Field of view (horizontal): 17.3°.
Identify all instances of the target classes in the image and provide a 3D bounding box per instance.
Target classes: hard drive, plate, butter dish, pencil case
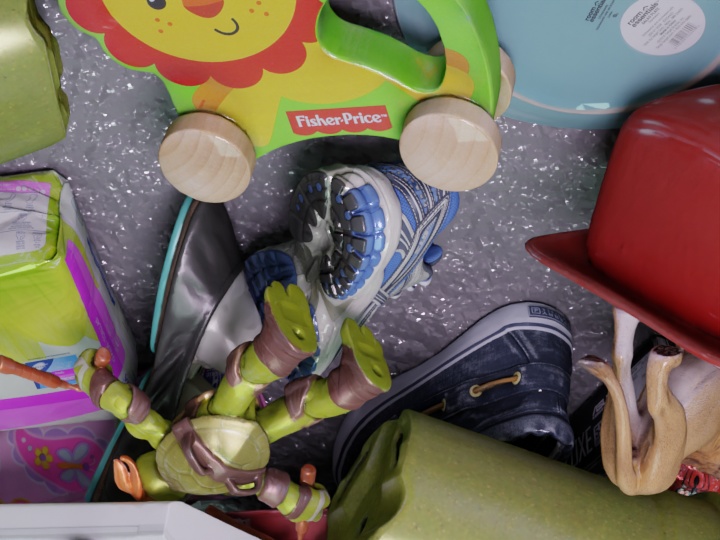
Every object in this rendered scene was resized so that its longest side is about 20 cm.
[{"bbox_3d":[-0.141,0.155,1.284,0.199,0.026,0.132,-6,155,35],"label":"hard drive"},{"bbox_3d":[0.114,-0.129,1.123,0.199,0.026,0.201,0,140,0],"label":"plate"},{"bbox_3d":[0.208,-0.044,1.124,0.199,0.199,0.149,-4,111,-26],"label":"butter dish"},{"bbox_3d":[-0.149,0.110,1.366,0.199,0.088,0.088,-15,138,20],"label":"pencil case"}]

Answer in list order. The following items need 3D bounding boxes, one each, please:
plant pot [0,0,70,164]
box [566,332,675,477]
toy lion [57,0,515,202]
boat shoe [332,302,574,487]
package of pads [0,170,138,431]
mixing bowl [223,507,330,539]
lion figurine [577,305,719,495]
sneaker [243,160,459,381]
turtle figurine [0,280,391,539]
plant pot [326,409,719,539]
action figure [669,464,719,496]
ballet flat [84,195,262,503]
[{"bbox_3d":[-0.232,-0.101,1.055,0.189,0.201,0.201,-12,140,-4],"label":"plant pot"},{"bbox_3d":[0.190,0.131,1.417,0.157,0.050,0.200,18,137,-20],"label":"box"},{"bbox_3d":[-0.041,-0.124,1.093,0.199,0.069,0.192,-1,134,18],"label":"toy lion"},{"bbox_3d":[0.048,0.104,1.352,0.071,0.091,0.200,24,135,-25],"label":"boat shoe"},{"bbox_3d":[-0.234,0.024,1.276,0.198,0.069,0.155,-7,141,8],"label":"package of pads"},{"bbox_3d":[-0.019,0.198,1.387,0.199,0.109,0.200,-2,170,0],"label":"mixing bowl"},{"bbox_3d":[0.162,0.072,1.201,0.072,0.199,0.123,23,116,37],"label":"lion figurine"},{"bbox_3d":[0.000,0.000,1.238,0.085,0.077,0.200,-19,167,-25],"label":"sneaker"},{"bbox_3d":[-0.074,0.074,1.189,0.200,0.065,0.161,36,123,-22],"label":"turtle figurine"},{"bbox_3d":[0.073,0.170,1.233,0.183,0.201,0.201,27,135,-11],"label":"plant pot"},{"bbox_3d":[0.167,0.151,1.365,0.065,0.052,0.200,15,135,-12],"label":"action figure"},{"bbox_3d":[-0.088,0.054,1.270,0.068,0.068,0.201,21,113,5],"label":"ballet flat"}]
